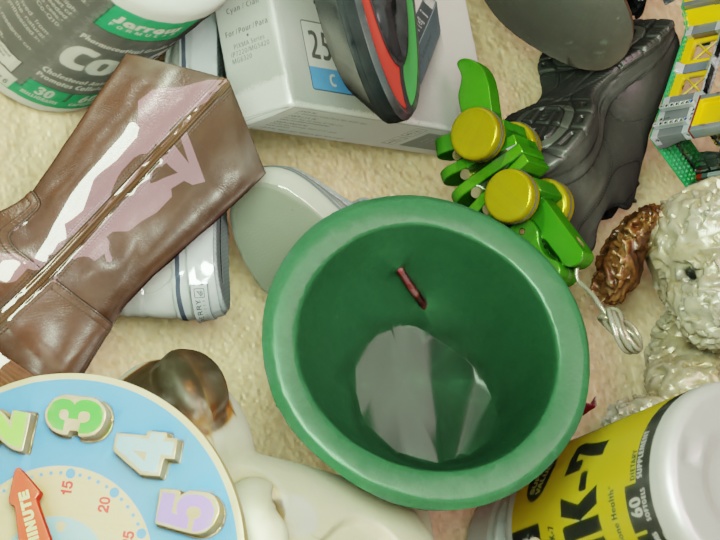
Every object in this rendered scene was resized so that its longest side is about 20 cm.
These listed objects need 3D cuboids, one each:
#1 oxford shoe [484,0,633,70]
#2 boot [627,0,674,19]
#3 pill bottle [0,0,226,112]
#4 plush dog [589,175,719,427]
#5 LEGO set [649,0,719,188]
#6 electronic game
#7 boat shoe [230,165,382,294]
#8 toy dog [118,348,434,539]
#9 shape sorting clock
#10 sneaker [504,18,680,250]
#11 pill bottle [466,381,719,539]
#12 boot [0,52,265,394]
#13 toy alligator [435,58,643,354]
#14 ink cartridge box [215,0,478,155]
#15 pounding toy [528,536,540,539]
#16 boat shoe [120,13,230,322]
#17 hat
[{"bbox_3d":[0.090,-0.199,1.761,0.200,0.071,0.071,45,20,6],"label":"oxford shoe"},{"bbox_3d":[0.140,-0.261,1.835,0.198,0.073,0.163,38,66,-4],"label":"boot"},{"bbox_3d":[-0.125,-0.168,1.548,0.113,0.200,0.114,12,66,-28],"label":"pill bottle"},{"bbox_3d":[0.230,0.024,1.732,0.161,0.199,0.172,-65,142,-62],"label":"plush dog"},{"bbox_3d":[0.272,-0.086,1.789,0.200,0.116,0.154,56,44,-29],"label":"LEGO set"},{"bbox_3d":[0.001,-0.177,1.567,0.041,0.200,0.201,-10,74,10],"label":"electronic game"},{"bbox_3d":[0.001,0.000,1.640,0.201,0.070,0.072,48,42,-32],"label":"boat shoe"},{"bbox_3d":[-0.059,0.129,1.522,0.200,0.139,0.194,41,61,-9],"label":"toy dog"},{"bbox_3d":[-0.151,0.147,1.445,0.039,0.199,0.201,40,44,-64],"label":"shape sorting clock"},{"bbox_3d":[0.140,-0.082,1.776,0.200,0.076,0.091,-50,129,-43],"label":"sneaker"},{"bbox_3d":[0.150,0.139,1.614,0.114,0.200,0.115,12,66,-29],"label":"pill bottle"},{"bbox_3d":[-0.166,-0.051,1.513,0.186,0.064,0.200,43,82,-18],"label":"boot"},{"bbox_3d":[0.089,-0.026,1.650,0.059,0.054,0.200,12,47,-61],"label":"toy alligator"},{"bbox_3d":[-0.012,-0.160,1.674,0.200,0.045,0.177,4,70,-55],"label":"ink cartridge box"},{"bbox_3d":[0.073,0.291,1.567,0.200,0.142,0.184,49,48,-1],"label":"pounding toy"},{"bbox_3d":[-0.106,-0.065,1.604,0.066,0.074,0.201,-4,57,5],"label":"boat shoe"},{"bbox_3d":[0.030,0.070,1.606,0.199,0.176,0.166,28,70,-1],"label":"hat"}]
